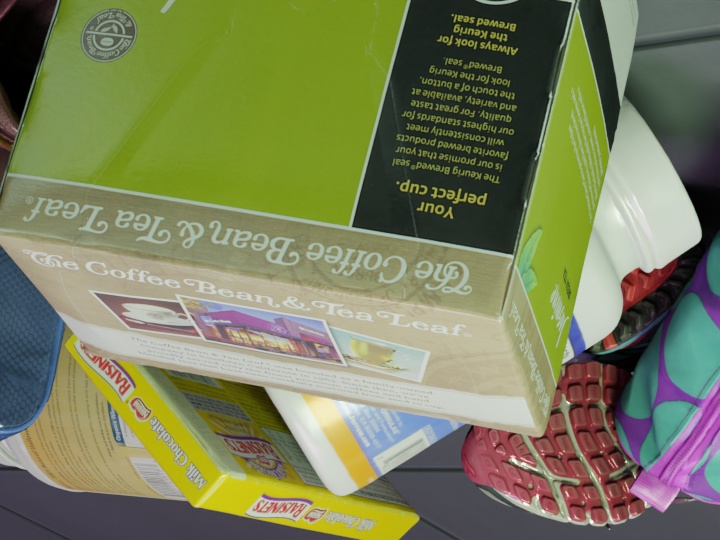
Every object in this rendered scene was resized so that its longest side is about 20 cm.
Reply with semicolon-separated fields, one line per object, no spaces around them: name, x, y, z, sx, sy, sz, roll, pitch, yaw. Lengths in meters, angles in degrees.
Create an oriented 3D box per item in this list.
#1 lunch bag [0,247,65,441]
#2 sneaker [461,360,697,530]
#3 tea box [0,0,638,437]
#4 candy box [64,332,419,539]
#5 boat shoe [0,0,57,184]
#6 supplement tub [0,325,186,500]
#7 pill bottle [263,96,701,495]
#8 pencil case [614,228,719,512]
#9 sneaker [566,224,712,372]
lunch bag;-0.234;0.013;1.311;0.135;0.201;0.132;17;164;-19
sneaker;0.122;0.090;1.222;0.199;0.081;0.074;-2;165;-45
tea box;-0.010;-0.061;0.950;0.199;0.198;0.134;10;160;15
candy box;-0.050;0.075;1.120;0.102;0.026;0.200;50;-168;25
boat shoe;-0.151;-0.083;1.059;0.072;0.072;0.200;17;130;-25
supplement tub;-0.124;0.060;1.432;0.199;0.146;0.145;1;156;33
pill bottle;0.045;0.003;1.083;0.199;0.112;0.112;-32;154;-2
pencil case;0.182;0.023;1.105;0.085;0.093;0.201;29;140;7
sneaker;0.132;0.011;1.251;0.095;0.080;0.200;-3;166;-27
